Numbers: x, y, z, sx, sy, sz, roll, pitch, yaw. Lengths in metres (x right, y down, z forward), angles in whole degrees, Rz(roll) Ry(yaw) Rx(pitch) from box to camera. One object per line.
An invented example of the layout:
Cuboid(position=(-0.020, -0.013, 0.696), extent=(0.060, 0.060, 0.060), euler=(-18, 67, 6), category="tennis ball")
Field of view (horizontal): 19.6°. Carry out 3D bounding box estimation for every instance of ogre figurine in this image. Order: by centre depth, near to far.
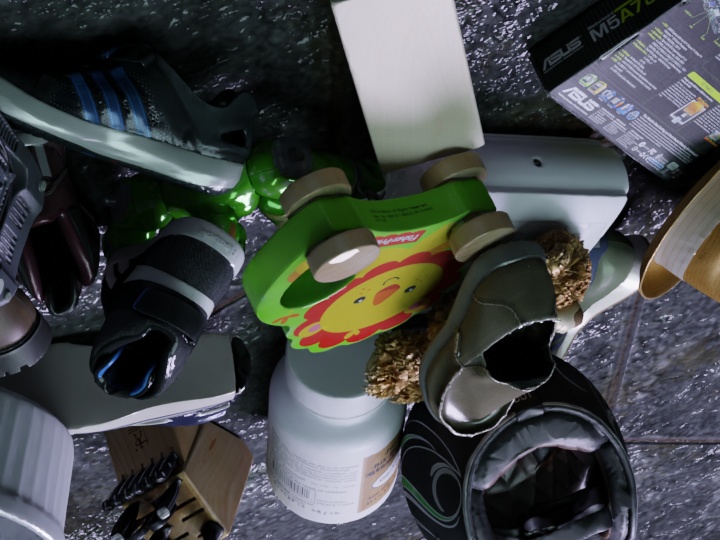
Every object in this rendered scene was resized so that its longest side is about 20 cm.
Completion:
Cuboid(position=(-0.095, -0.049, 1.427), extent=(0.200, 0.098, 0.120), euler=(5, 168, 15), category="ogre figurine")

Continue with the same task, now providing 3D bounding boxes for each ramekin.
Cuboid(position=(-0.308, 0.151, 1.540), extent=(0.200, 0.098, 0.200), euler=(8, 153, 4), category="ramekin")

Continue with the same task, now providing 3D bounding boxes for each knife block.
Cuboid(position=(-0.141, 0.202, 1.714), extent=(0.064, 0.176, 0.200), euler=(-29, 149, 15), category="knife block")

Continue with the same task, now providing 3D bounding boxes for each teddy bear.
Cuboid(position=(0.093, 0.048, 1.572), extent=(0.200, 0.067, 0.145), euler=(-26, 155, 2), category="teddy bear")

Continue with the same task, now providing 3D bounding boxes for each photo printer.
Cuboid(position=(0.081, -0.034, 1.580), extent=(0.200, 0.069, 0.166), euler=(0, 143, -31), category="photo printer")

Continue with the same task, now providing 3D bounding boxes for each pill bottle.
Cuboid(position=(-0.019, 0.116, 1.714), extent=(0.114, 0.114, 0.200), euler=(-14, 149, -12), category="pill bottle")

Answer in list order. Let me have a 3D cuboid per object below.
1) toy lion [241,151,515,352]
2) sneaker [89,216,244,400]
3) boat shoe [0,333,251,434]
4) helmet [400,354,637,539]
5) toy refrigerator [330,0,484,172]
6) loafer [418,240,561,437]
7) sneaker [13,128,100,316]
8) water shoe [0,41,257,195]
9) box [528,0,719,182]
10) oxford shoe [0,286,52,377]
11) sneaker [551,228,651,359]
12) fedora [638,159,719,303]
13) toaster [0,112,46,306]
Cuboid(position=(0.000, 0.000, 1.445), extent=(0.200, 0.069, 0.192), euler=(-8, 154, -41), category="toy lion")
Cuboid(position=(-0.152, 0.040, 1.389), extent=(0.073, 0.112, 0.200), euler=(33, 154, -9), category="sneaker")
Cuboid(position=(-0.188, 0.099, 1.626), extent=(0.200, 0.075, 0.093), euler=(-4, 160, -11), category="boat shoe")
Cuboid(position=(0.123, 0.160, 1.693), extent=(0.200, 0.200, 0.191), euler=(-15, -167, -11), category="helmet")
Cuboid(position=(0.027, -0.151, 1.362), extent=(0.076, 0.070, 0.200), euler=(-15, 149, 3), category="toy refrigerator")
Cuboid(position=(0.092, 0.063, 1.466), extent=(0.075, 0.070, 0.200), euler=(-12, 146, -18), category="loafer")
Cuboid(position=(-0.209, -0.004, 1.398), extent=(0.076, 0.116, 0.200), euler=(-19, 150, -5), category="sneaker")
Cuboid(position=(-0.161, -0.112, 1.318), extent=(0.200, 0.079, 0.072), euler=(20, 177, -27), category="water shoe")
Cuboid(position=(0.251, -0.160, 1.511), extent=(0.193, 0.048, 0.200), euler=(-37, 146, 20), category="box")
Cuboid(position=(-0.324, 0.041, 1.454), extent=(0.200, 0.073, 0.084), euler=(-17, 132, 9), category="oxford shoe")
Cuboid(position=(0.146, 0.029, 1.734), extent=(0.090, 0.067, 0.200), euler=(15, 132, -38), category="sneaker")
Cuboid(position=(0.310, -0.035, 1.651), extent=(0.201, 0.082, 0.201), euler=(-39, 160, -17), category="fedora")
Cuboid(position=(-0.283, -0.057, 1.236), extent=(0.129, 0.114, 0.200), euler=(5, 157, 17), category="toaster")
